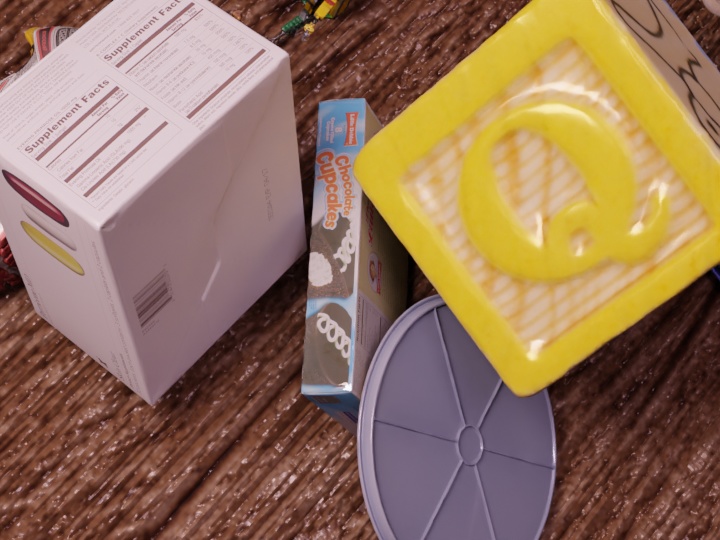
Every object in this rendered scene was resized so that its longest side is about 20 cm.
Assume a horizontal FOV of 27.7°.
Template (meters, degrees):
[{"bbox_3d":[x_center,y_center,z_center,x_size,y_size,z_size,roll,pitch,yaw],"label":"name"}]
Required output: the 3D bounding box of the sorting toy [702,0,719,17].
[{"bbox_3d":[0.343,-0.253,1.124,0.198,0.037,0.186,7,47,-7],"label":"sorting toy"}]

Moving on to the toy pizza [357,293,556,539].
[{"bbox_3d":[0.062,0.116,0.970,0.199,0.032,0.202,9,78,-45],"label":"toy pizza"}]

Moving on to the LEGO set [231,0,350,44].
[{"bbox_3d":[-0.086,-0.221,1.027,0.199,0.116,0.155,-29,82,-22],"label":"LEGO set"}]

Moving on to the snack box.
[{"bbox_3d":[0.000,0.000,0.981,0.037,0.116,0.202,-3,69,17],"label":"snack box"}]

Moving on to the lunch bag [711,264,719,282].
[{"bbox_3d":[0.342,-0.055,1.101,0.169,0.127,0.201,-32,94,-25],"label":"lunch bag"}]

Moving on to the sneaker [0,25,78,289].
[{"bbox_3d":[-0.224,-0.075,0.972,0.081,0.078,0.201,19,64,6],"label":"sneaker"}]

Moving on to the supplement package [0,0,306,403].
[{"bbox_3d":[-0.127,-0.047,0.893,0.111,0.201,0.156,35,64,22],"label":"supplement package"}]

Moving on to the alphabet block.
[{"bbox_3d":[0.146,-0.064,0.960,0.196,0.196,0.200,52,23,6],"label":"alphabet block"}]
